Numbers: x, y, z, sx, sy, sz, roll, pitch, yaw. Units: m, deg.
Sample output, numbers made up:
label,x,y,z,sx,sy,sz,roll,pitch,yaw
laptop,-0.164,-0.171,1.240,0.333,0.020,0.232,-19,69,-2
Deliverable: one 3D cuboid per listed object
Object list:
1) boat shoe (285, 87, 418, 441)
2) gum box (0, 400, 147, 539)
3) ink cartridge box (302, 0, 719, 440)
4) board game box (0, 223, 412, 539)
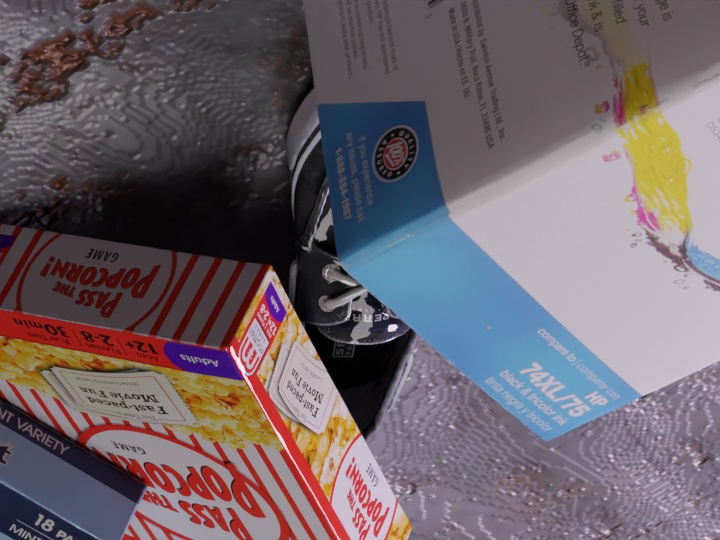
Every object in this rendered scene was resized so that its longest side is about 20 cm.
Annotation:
label,x,y,z,sx,sy,sz,roll,pitch,yaw
boat shoe,0.000,0.000,1.032,0.072,0.068,0.200,2,139,-10
gum box,-0.216,0.122,1.118,0.170,0.045,0.200,32,131,-8
ink cartridge box,0.105,-0.064,0.879,0.200,0.147,0.146,-27,138,22
board game box,-0.078,0.063,1.065,0.151,0.046,0.200,9,147,29
